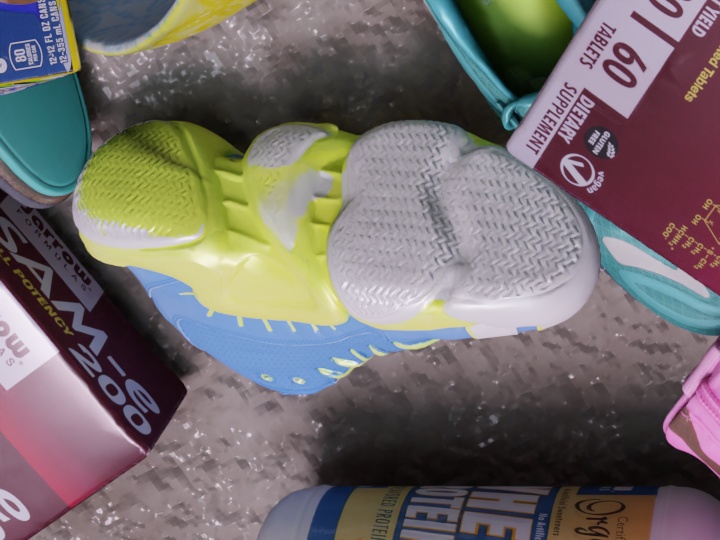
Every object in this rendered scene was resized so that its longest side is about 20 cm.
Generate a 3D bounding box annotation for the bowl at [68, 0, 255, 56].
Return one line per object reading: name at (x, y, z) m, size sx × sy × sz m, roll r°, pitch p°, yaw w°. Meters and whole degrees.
bowl at (-0.046, -0.173, 0.847) m, size 0.107 × 0.200 × 0.201 m, roll -12°, pitch 118°, yaw -29°

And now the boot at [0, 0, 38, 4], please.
boot at (-0.142, -0.188, 0.772) m, size 0.146 × 0.070 × 0.201 m, roll 13°, pitch 98°, yaw 23°

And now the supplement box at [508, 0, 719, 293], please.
supplement box at (0.157, -0.029, 0.794) m, size 0.200 × 0.061 × 0.109 m, roll 34°, pitch 134°, yaw 4°

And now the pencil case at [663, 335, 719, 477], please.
pencil case at (0.170, 0.103, 0.850) m, size 0.091 × 0.093 × 0.201 m, roll -50°, pitch 61°, yaw 40°

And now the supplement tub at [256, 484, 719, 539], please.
supplement tub at (0.066, 0.150, 0.959) m, size 0.199 × 0.145 × 0.145 m, roll -1°, pitch 113°, yaw 11°

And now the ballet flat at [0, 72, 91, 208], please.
ballet flat at (-0.162, -0.109, 0.939) m, size 0.073 × 0.073 × 0.201 m, roll -19°, pitch 113°, yaw 18°

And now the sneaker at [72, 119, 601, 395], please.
sneaker at (0.000, 0.000, 0.934) m, size 0.199 × 0.076 × 0.105 m, roll 13°, pitch 152°, yaw 28°

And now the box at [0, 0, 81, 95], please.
box at (-0.149, -0.152, 0.854) m, size 0.070 × 0.064 × 0.201 m, roll -12°, pitch 92°, yaw -27°

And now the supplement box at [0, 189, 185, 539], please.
supplement box at (-0.178, 0.068, 1.010) m, size 0.200 × 0.061 × 0.109 m, roll -35°, pitch 102°, yaw 22°

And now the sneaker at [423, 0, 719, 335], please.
sneaker at (0.074, -0.053, 0.905) m, size 0.077 × 0.080 × 0.200 m, roll -33°, pitch 104°, yaw 22°
